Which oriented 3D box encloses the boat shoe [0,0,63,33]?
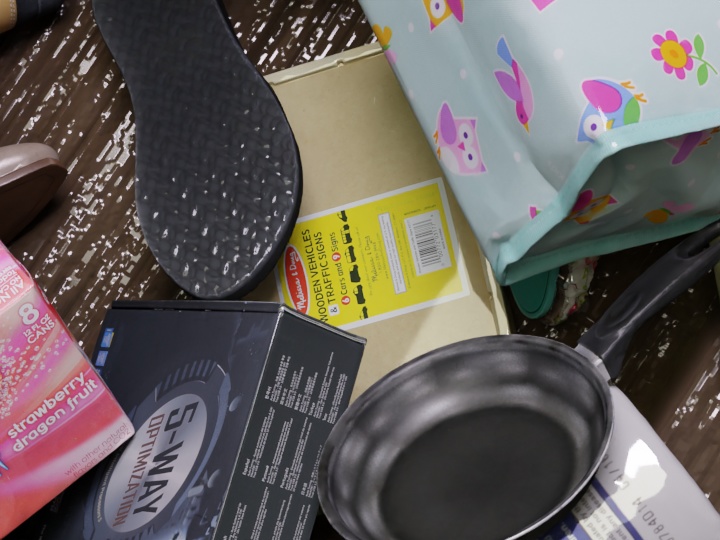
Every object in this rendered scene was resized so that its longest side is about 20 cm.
[{"bbox_3d":[-0.190,-0.209,0.892,0.062,0.075,0.202,-10,77,-20],"label":"boat shoe"}]

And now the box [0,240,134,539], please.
[{"bbox_3d":[-0.207,0.072,0.726,0.199,0.103,0.095,-38,45,-11],"label":"box"}]

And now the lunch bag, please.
[{"bbox_3d":[0.114,-0.104,0.710,0.199,0.122,0.171,-15,68,-31],"label":"lunch bag"}]

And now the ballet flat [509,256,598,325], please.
[{"bbox_3d":[0.083,-0.077,0.795,0.063,0.076,0.202,-7,76,-24],"label":"ballet flat"}]

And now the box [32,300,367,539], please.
[{"bbox_3d":[-0.082,0.114,0.743,0.160,0.043,0.202,0,71,58],"label":"box"}]

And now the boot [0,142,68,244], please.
[{"bbox_3d":[-0.252,-0.048,0.866,0.199,0.070,0.147,-33,68,3],"label":"boot"}]

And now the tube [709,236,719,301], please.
[{"bbox_3d":[0.170,-0.051,0.775,0.058,0.052,0.202,8,67,-30],"label":"tube"}]

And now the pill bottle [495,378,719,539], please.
[{"bbox_3d":[0.047,0.139,0.717,0.200,0.111,0.111,-38,70,1],"label":"pill bottle"}]

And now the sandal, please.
[{"bbox_3d":[-0.068,-0.067,0.813,0.075,0.048,0.202,-23,56,8],"label":"sandal"}]

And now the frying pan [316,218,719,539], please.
[{"bbox_3d":[0.059,0.043,0.686,0.114,0.031,0.190,8,45,38],"label":"frying pan"}]

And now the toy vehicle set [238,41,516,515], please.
[{"bbox_3d":[0.000,0.000,0.812,0.123,0.027,0.202,-15,72,10],"label":"toy vehicle set"}]
